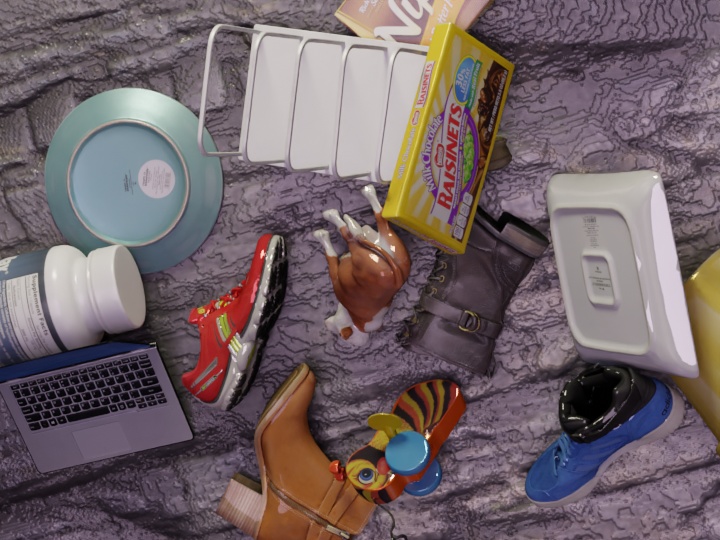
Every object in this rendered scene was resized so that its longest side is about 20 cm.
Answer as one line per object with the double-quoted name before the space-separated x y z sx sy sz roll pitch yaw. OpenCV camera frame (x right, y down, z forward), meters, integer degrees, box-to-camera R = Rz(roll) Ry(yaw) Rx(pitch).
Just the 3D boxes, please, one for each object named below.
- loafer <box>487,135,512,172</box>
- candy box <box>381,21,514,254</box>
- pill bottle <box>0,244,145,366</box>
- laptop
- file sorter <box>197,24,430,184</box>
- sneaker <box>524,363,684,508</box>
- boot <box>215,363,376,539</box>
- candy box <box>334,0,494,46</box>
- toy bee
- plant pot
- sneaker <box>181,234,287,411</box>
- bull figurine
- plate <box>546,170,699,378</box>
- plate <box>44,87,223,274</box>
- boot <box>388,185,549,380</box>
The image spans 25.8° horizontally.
"loafer" 0.059 -0.148 1.592 0.199 0.076 0.068 14 107 6
"candy box" 0.086 -0.126 1.515 0.026 0.102 0.201 2 72 49
"pill bottle" -0.335 0.038 1.660 0.199 0.120 0.120 -13 97 10
"laptop" -0.300 0.146 1.645 0.186 0.116 0.201 -13 117 11
"file sorter" -0.041 -0.161 1.528 0.199 0.124 0.140 10 98 19
"sneaker" 0.218 0.163 1.585 0.111 0.077 0.200 28 129 -35
"boot" -0.048 0.211 1.677 0.154 0.074 0.201 26 105 -1
"candy box" 0.081 -0.296 1.575 0.115 0.055 0.200 40 103 1
"toy bee" 0.026 0.194 1.623 0.108 0.200 0.132 13 131 25
"plant pot" 0.388 0.084 1.534 0.189 0.201 0.201 42 103 16
"sneaker" -0.137 0.050 1.657 0.084 0.077 0.201 24 102 9
"bull figurine" 0.000 0.000 1.596 0.065 0.200 0.122 -23 79 -24
"plate" 0.244 0.005 1.536 0.032 0.199 0.201 -15 98 -22
"plate" -0.245 -0.093 1.673 0.199 0.026 0.202 1 99 9
"boot" 0.083 0.005 1.619 0.199 0.069 0.175 29 104 3
